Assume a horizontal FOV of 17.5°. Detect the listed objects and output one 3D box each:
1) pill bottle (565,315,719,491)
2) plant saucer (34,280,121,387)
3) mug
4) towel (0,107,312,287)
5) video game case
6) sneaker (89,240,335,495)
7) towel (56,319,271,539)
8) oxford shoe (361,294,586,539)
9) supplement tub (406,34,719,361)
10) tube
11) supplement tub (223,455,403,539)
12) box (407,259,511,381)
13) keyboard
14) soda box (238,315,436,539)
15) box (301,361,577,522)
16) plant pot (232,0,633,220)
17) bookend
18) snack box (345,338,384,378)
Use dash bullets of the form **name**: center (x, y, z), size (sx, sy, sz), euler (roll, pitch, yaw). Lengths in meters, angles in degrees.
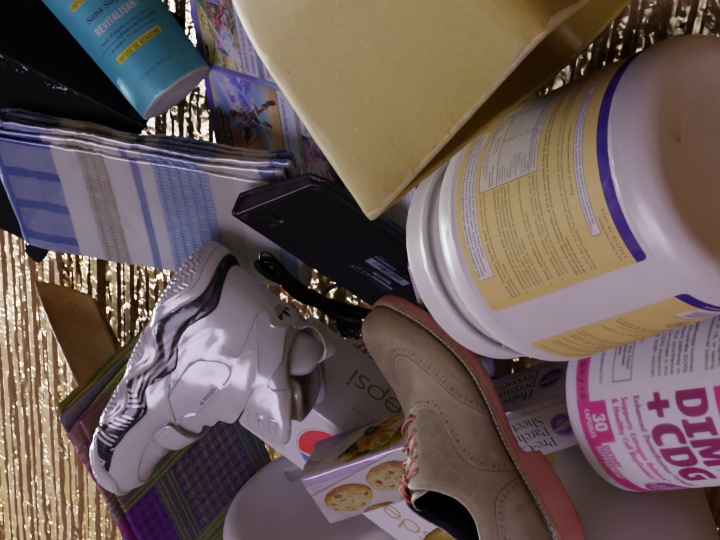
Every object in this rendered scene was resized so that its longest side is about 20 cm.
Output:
- **pill bottle**: center (0.223, 0.062, 1.315), size (0.200, 0.113, 0.114), euler (-12, 119, 46)
- **plant saucer**: center (-0.176, 0.091, 1.686), size (0.200, 0.035, 0.201), euler (155, 90, -86)
- **mug**: center (0.137, 0.169, 1.431), size (0.186, 0.154, 0.150), euler (9, 135, -10)
- **towel**: center (-0.128, -0.043, 1.471), size (0.199, 0.024, 0.147), euler (9, 150, 10)
- **video game case**: center (-0.012, -0.118, 1.394), size (0.181, 0.045, 0.201), euler (19, 139, 26)
- **sneaker**: center (-0.094, 0.086, 1.491), size (0.115, 0.075, 0.200), euler (32, 121, 7)
- **towel**: center (-0.127, 0.129, 1.619), size (0.023, 0.144, 0.201), euler (9, 134, 40)
- **oxford shoe**: center (0.048, 0.099, 1.358), size (0.200, 0.075, 0.071), euler (53, 160, 29)
- **supplement tub**: center (0.133, -0.032, 1.273), size (0.200, 0.145, 0.146), euler (-21, 112, 49)
- **tube**: center (-0.171, -0.184, 1.420), size (0.200, 0.077, 0.050), euler (51, 174, 6)
- **supplement tub**: center (-0.004, 0.236, 1.658), size (0.144, 0.145, 0.201), euler (9, 132, 35)
- **box**: center (0.063, 0.033, 1.434), size (0.038, 0.042, 0.200), euler (1, 150, 11)
- **keyboard**: center (0.000, 0.000, 1.455), size (0.127, 0.021, 0.200), euler (-19, 139, 40)
- **soda box**: center (0.021, 0.123, 1.553), size (0.200, 0.064, 0.068), euler (36, 142, 3)
- **box**: center (0.055, 0.105, 1.448), size (0.199, 0.039, 0.042), euler (-20, 117, 29)
- **plant pot**: center (0.039, -0.187, 1.176), size (0.200, 0.195, 0.194), euler (49, 143, 4)
- **bookend**: center (-0.247, -0.124, 1.505), size (0.198, 0.092, 0.200), euler (26, 145, -14)
- **snack box**: center (-0.029, 0.083, 1.627), size (0.199, 0.024, 0.072), euler (-5, 125, 43)
